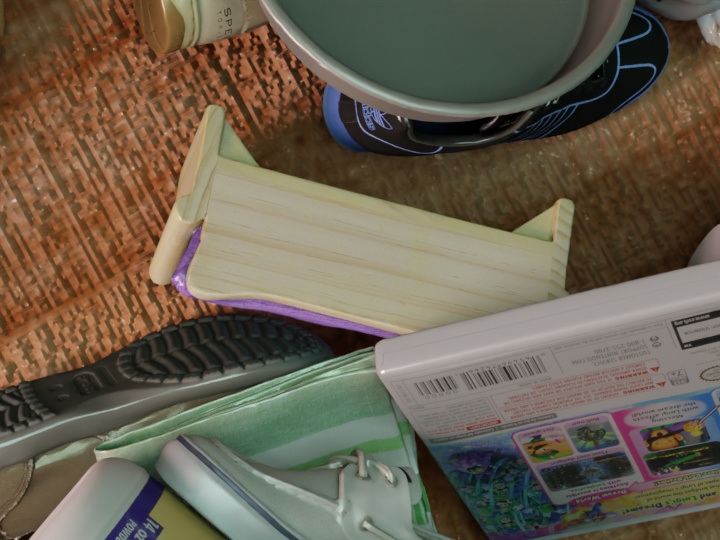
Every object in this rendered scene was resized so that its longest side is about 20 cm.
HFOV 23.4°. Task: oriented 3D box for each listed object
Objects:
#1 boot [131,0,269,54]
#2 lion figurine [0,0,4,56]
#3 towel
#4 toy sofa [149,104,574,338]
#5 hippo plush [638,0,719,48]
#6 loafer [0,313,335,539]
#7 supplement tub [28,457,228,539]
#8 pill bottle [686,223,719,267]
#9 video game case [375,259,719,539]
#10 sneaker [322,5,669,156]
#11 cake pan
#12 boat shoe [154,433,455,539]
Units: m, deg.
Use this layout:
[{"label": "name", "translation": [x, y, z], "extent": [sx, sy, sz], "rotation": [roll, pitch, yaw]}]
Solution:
[{"label": "boot", "translation": [-0.052, -0.214, 0.872], "extent": [0.155, 0.073, 0.201], "rotation": [-11, 78, -19]}, {"label": "lion figurine", "translation": [-0.228, -0.093, 0.831], "extent": [0.200, 0.072, 0.123], "rotation": [-33, 128, -17]}, {"label": "towel", "translation": [-0.029, 0.148, 0.854], "extent": [0.152, 0.023, 0.201], "rotation": [-20, 114, -11]}, {"label": "toy sofa", "translation": [0.000, 0.000, 0.857], "extent": [0.199, 0.083, 0.098], "rotation": [13, 67, -11]}, {"label": "hippo plush", "translation": [0.179, -0.217, 0.896], "extent": [0.161, 0.200, 0.159], "rotation": [-46, 77, 16]}, {"label": "loafer", "translation": [-0.106, 0.078, 0.858], "extent": [0.199, 0.075, 0.070], "rotation": [-16, 114, -11]}, {"label": "supplement tub", "translation": [-0.078, 0.195, 0.756], "extent": [0.200, 0.145, 0.146], "rotation": [40, 81, -4]}, {"label": "pill bottle", "translation": [0.266, 0.046, 0.905], "extent": [0.199, 0.112, 0.113], "rotation": [20, 84, -11]}, {"label": "video game case", "translation": [0.130, 0.066, 0.821], "extent": [0.199, 0.182, 0.024], "rotation": [-14, 51, 16]}, {"label": "sneaker", "translation": [0.083, -0.095, 0.876], "extent": [0.199, 0.078, 0.071], "rotation": [-17, 101, -23]}, {"label": "cake pan", "translation": [0.033, -0.156, 0.817], "extent": [0.199, 0.037, 0.201], "rotation": [6, 68, -14]}, {"label": "boat shoe", "translation": [-0.004, 0.115, 0.804], "extent": [0.200, 0.071, 0.070], "rotation": [36, 89, -27]}]
